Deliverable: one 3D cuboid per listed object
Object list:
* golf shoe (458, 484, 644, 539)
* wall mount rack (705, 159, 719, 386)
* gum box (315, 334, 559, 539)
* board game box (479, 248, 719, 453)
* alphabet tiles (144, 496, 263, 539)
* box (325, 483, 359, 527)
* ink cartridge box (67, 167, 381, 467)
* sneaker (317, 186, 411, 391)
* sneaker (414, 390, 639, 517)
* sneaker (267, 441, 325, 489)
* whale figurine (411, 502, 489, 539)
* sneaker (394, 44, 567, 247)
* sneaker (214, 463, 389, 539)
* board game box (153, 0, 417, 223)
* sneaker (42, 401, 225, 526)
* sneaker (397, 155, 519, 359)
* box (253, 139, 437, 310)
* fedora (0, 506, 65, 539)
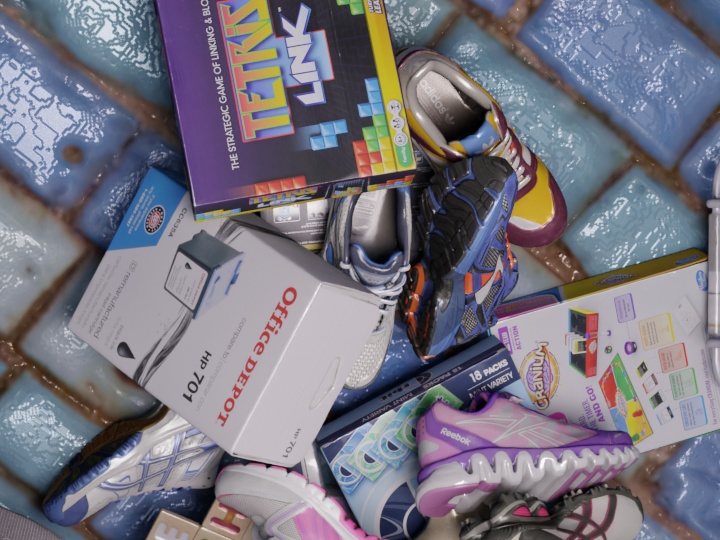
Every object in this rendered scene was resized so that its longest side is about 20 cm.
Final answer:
[{"bbox_3d":[0.158,0.218,1.476,0.199,0.088,0.077,0,145,-47],"label":"golf shoe"},{"bbox_3d":[0.349,0.002,1.589,0.173,0.074,0.201,-3,93,-49],"label":"wall mount rack"},{"bbox_3d":[0.079,0.180,1.552,0.169,0.045,0.201,-28,108,-4],"label":"gum box"},{"bbox_3d":[0.207,0.081,1.600,0.199,0.040,0.154,-15,106,-8],"label":"board game box"},{"bbox_3d":[-0.109,0.272,1.511,0.167,0.008,0.201,25,110,-11],"label":"alphabet tiles"},{"bbox_3d":[0.057,0.209,1.598,0.199,0.041,0.039,7,101,-15],"label":"box"},{"bbox_3d":[-0.104,0.034,1.436,0.086,0.200,0.147,20,100,-53],"label":"ink cartridge box"},{"bbox_3d":[0.000,0.000,1.463,0.077,0.085,0.201,2,104,-12],"label":"sneaker"},{"bbox_3d":[0.125,0.133,1.491,0.199,0.081,0.089,-2,60,-28],"label":"sneaker"},{"bbox_3d":[-0.102,0.211,1.527,0.145,0.077,0.203,-1,121,-11],"label":"sneaker"},{"bbox_3d":[0.050,0.261,1.505,0.159,0.104,0.201,24,73,-16],"label":"whale figurine"},{"bbox_3d":[0.091,-0.087,1.461,0.200,0.090,0.075,44,89,-17],"label":"sneaker"},{"bbox_3d":[-0.034,0.217,1.418,0.200,0.081,0.088,33,75,17],"label":"sneaker"},{"bbox_3d":[-0.059,-0.149,1.397,0.164,0.057,0.201,-11,80,-7],"label":"board game box"},{"bbox_3d":[-0.156,0.153,1.520,0.200,0.075,0.088,-36,108,-2],"label":"sneaker"},{"bbox_3d":[0.086,-0.016,1.463,0.078,0.076,0.200,-12,145,-24],"label":"sneaker"},{"bbox_3d":[0.014,-0.049,1.524,0.199,0.049,0.162,-7,102,-11],"label":"box"},{"bbox_3d":[-0.268,0.248,1.489,0.200,0.177,0.090,34,64,2],"label":"fedora"}]
